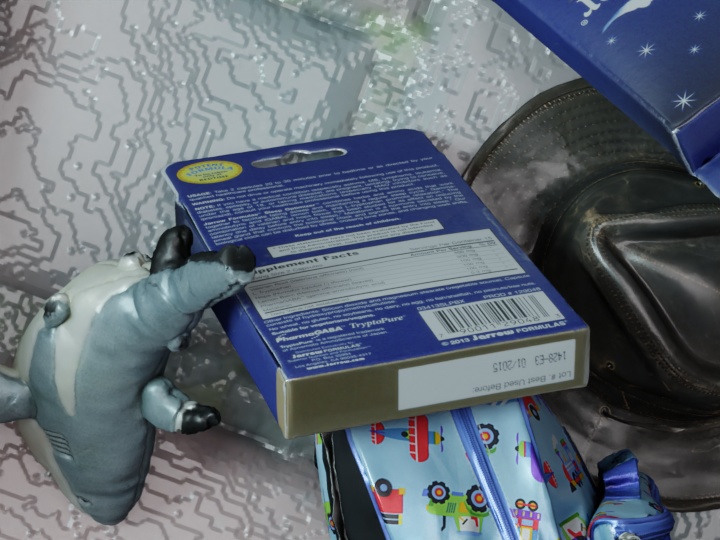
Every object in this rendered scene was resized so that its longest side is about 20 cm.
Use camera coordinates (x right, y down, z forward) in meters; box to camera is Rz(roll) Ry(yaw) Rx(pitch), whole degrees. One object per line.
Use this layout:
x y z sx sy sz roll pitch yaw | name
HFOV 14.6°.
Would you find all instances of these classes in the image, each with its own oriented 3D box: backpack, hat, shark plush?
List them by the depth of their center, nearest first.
-0.082 0.033 1.124 0.083 0.200 0.091 52 41 4 | shark plush
0.060 0.117 1.126 0.134 0.183 0.200 -19 86 3 | backpack
0.132 0.009 1.185 0.200 0.081 0.201 0 89 -4 | hat

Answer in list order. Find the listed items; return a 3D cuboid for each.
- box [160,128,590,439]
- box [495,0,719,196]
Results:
0.000 0.000 1.125 0.121 0.200 0.032 -9 119 -15 | box
0.142 -0.114 1.141 0.121 0.200 0.032 -37 135 -6 | box
